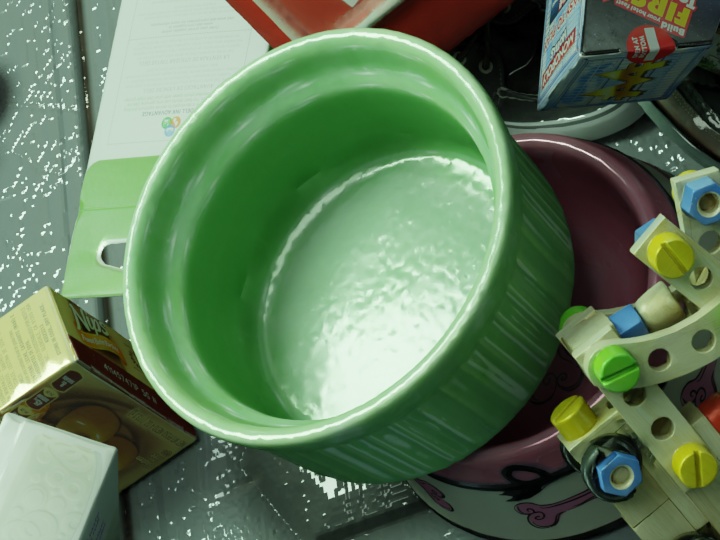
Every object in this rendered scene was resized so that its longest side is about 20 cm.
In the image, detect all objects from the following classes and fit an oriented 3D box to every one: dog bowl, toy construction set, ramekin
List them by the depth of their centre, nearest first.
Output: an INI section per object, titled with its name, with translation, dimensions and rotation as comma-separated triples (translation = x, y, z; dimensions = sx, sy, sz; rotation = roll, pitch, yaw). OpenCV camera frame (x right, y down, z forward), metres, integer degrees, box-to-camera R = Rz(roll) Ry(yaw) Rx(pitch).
[toy construction set]
translation = 0.161, 0.067, 1.201
dimensions = 0.131, 0.092, 0.200
rotation = -40, 94, 1
[ramekin]
translation = 0.000, 0.000, 1.261
dimensions = 0.200, 0.098, 0.201
rotation = -13, 62, 26
[dog bowl]
translation = 0.081, 0.024, 1.308
dimensions = 0.200, 0.074, 0.201
rotation = -13, 61, 25

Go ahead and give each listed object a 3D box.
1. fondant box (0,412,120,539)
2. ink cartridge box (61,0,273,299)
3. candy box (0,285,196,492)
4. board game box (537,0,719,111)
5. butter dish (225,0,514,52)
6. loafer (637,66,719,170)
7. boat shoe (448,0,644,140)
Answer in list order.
[fondant box]
translation = -0.162, 0.175, 1.292
dimensions = 0.058, 0.200, 0.145
rotation = 17, 63, 6
[ink cartridge box]
translation = -0.084, -0.070, 1.461
dimensions = 0.104, 0.059, 0.200
rotation = -2, 67, 31
[candy box]
translation = -0.198, 0.101, 1.414
dimensions = 0.200, 0.115, 0.055
rotation = -35, 53, 13
[board game box]
translation = 0.166, -0.143, 1.275
dimensions = 0.200, 0.062, 0.200
rotation = 25, 64, -5
[butter dish]
translation = 0.004, -0.210, 1.327
dimensions = 0.200, 0.199, 0.148
rotation = -35, 13, 47
[loafer]
translation = 0.150, -0.132, 1.332
dimensions = 0.063, 0.072, 0.200
rotation = -54, 45, 32
[boat shoe]
translation = 0.055, -0.117, 1.394
dimensions = 0.200, 0.066, 0.070
rotation = 19, 79, 37
